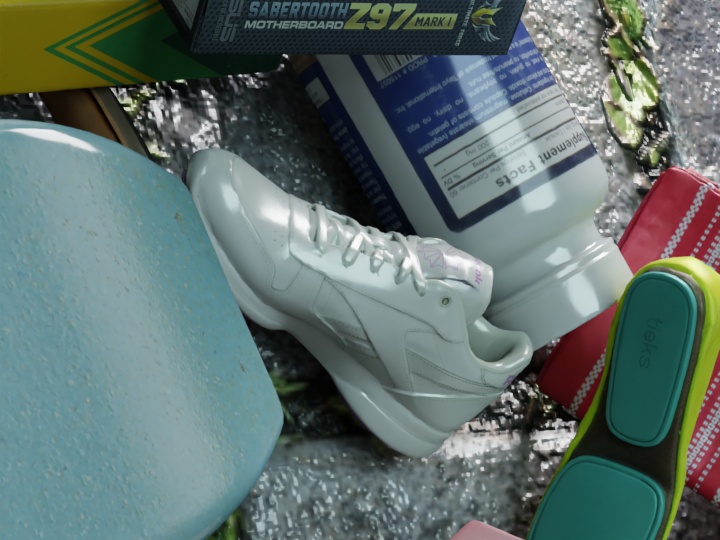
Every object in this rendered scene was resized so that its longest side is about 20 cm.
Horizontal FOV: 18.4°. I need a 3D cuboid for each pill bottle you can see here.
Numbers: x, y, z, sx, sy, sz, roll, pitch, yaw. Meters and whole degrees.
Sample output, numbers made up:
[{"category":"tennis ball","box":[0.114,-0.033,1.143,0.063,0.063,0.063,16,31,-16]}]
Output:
[{"category":"pill bottle","box":[0.054,-0.059,1.105,0.111,0.111,0.200,-29,90,-39]}]

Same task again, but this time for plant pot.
[{"category":"plant pot","box":[-0.150,0.051,0.874,0.200,0.196,0.196,-19,83,-44]}]

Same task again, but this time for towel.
[{"category":"towel","box":[0.205,0.050,1.129,0.200,0.022,0.145,32,84,17]}]

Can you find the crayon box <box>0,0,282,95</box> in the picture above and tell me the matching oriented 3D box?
[{"category":"crayon box","box":[-0.142,-0.137,1.001,0.200,0.051,0.127,-8,43,-37]}]

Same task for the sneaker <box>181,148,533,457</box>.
[{"category":"sneaker","box":[0.000,0.000,1.033,0.200,0.100,0.075,43,25,-31]}]

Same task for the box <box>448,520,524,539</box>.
[{"category":"box","box":[0.040,0.215,0.893,0.200,0.128,0.109,-39,135,-37]}]

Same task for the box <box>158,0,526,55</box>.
[{"category":"box","box":[-0.034,-0.170,1.011,0.157,0.051,0.200,-2,39,-27]}]

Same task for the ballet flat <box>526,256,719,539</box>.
[{"category":"ballet flat","box":[0.137,0.087,1.091,0.067,0.067,0.200,-8,119,-61]}]

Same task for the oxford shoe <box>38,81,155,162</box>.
[{"category":"oxford shoe","box":[-0.115,-0.017,1.004,0.071,0.071,0.200,-24,72,-1]}]
